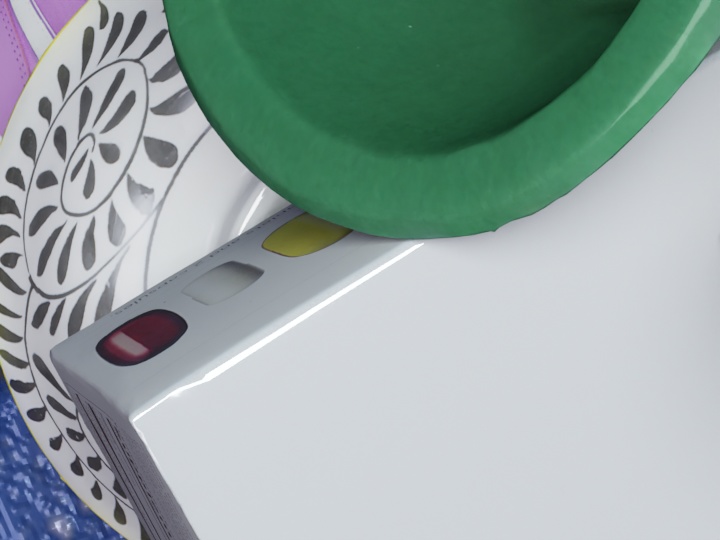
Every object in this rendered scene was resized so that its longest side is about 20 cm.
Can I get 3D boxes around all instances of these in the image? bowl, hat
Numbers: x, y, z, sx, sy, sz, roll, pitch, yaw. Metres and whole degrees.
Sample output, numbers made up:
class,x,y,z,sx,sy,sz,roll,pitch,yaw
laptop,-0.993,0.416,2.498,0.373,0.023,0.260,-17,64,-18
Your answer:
class,x,y,z,sx,sy,sz,roll,pitch,yaw
bowl,0.000,0.000,0.786,0.200,0.094,0.202,-1,96,-10
hat,0.075,-0.098,0.683,0.166,0.176,0.200,47,114,30

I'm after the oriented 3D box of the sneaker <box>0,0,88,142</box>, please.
class,x,y,z,sx,sy,sz,roll,pitch,yaw
sneaker,-0.030,-0.028,0.855,0.200,0.073,0.114,43,115,3

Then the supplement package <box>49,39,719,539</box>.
class,x,y,z,sx,sy,sz,roll,pitch,yaw
supplement package,0.055,0.040,0.695,0.200,0.111,0.156,-31,103,-11
